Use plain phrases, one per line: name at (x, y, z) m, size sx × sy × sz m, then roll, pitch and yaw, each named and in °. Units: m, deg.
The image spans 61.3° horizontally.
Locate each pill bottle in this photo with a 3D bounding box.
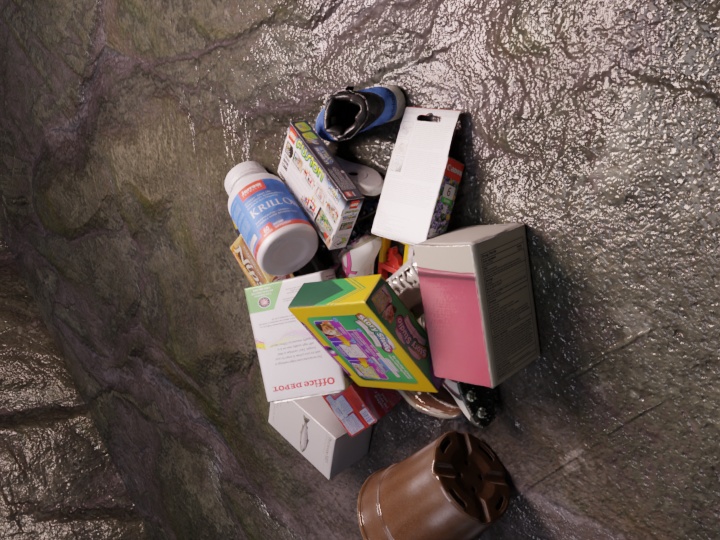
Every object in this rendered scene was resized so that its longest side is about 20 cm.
pill bottle at (-0.162, -0.096, 1.051) m, size 0.200 × 0.112 × 0.113 m, roll 54°, pitch 138°, yaw 32°

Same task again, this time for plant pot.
plant pot at (0.127, 0.379, 1.009) m, size 0.201 × 0.200 × 0.199 m, roll 52°, pitch 128°, yaw 19°

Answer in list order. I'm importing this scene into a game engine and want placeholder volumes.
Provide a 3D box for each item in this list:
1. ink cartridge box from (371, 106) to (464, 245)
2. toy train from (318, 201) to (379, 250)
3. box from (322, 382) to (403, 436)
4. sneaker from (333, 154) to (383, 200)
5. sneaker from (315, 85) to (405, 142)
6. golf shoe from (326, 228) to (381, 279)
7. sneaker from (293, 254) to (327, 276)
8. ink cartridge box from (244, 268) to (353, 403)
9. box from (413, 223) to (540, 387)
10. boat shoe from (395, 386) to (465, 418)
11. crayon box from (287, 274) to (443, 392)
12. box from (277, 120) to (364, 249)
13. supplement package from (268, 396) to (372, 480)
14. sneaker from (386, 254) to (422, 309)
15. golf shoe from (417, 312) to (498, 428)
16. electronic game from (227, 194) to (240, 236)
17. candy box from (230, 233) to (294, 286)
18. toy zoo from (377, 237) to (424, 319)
ink cartridge box at (0.094, -0.138, 0.915) m, size 0.108 × 0.050 × 0.202 m, roll 18°, pitch 94°, yaw 42°
toy train at (-0.014, -0.081, 1.083) m, size 0.199 × 0.034 × 0.046 m, roll -22°, pitch 77°, yaw 50°
box at (-0.024, 0.193, 1.141) m, size 0.201 × 0.095 × 0.100 m, roll 53°, pitch 136°, yaw 8°
sneaker at (-0.031, -0.130, 1.056) m, size 0.200 × 0.073 × 0.113 m, roll 34°, pitch 130°, yaw 44°
sneaker at (-0.034, -0.246, 0.975) m, size 0.199 × 0.111 × 0.077 m, roll 1°, pitch 106°, yaw 47°
golf shoe at (0.000, 0.000, 1.073) m, size 0.092 × 0.072 × 0.200 m, roll 52°, pitch 148°, yaw 10°
sneaker at (-0.110, 0.010, 1.197) m, size 0.200 × 0.076 × 0.114 m, roll 60°, pitch 162°, yaw -13°
ink cartridge box at (-0.101, 0.111, 1.046) m, size 0.144 × 0.084 × 0.202 m, roll -12°, pitch 91°, yaw 14°
box at (0.167, 0.044, 0.864) m, size 0.108 × 0.127 × 0.202 m, roll 2°, pitch 106°, yaw 47°
boat shoe at (0.103, 0.183, 1.033) m, size 0.199 × 0.075 × 0.072 m, roll 24°, pitch 120°, yaw 37°
crayon box at (0.013, 0.099, 0.922) m, size 0.172 × 0.058 × 0.200 m, roll -7°, pitch 131°, yaw 45°
box at (-0.071, -0.144, 1.011) m, size 0.201 × 0.035 × 0.110 m, roll 56°, pitch 142°, yaw 29°
supplement package at (-0.083, 0.301, 1.246) m, size 0.199 × 0.117 × 0.118 m, roll 32°, pitch 126°, yaw 35°
sneaker at (0.059, 0.032, 0.956) m, size 0.074 × 0.115 × 0.200 m, roll 57°, pitch 136°, yaw 15°
golf shoe at (0.149, 0.157, 0.971) m, size 0.088 × 0.077 × 0.201 m, roll -36°, pitch 76°, yaw 51°
electronic game at (-0.217, -0.123, 1.277) m, size 0.199 × 0.041 × 0.202 m, roll 20°, pitch 119°, yaw 41°
candy box at (-0.169, 0.018, 1.161) m, size 0.201 × 0.055 × 0.115 m, roll 61°, pitch 155°, yaw -1°
toy zoo at (0.082, 0.012, 1.024) m, size 0.131 × 0.020 × 0.202 m, roll 26°, pitch 123°, yaw 38°
